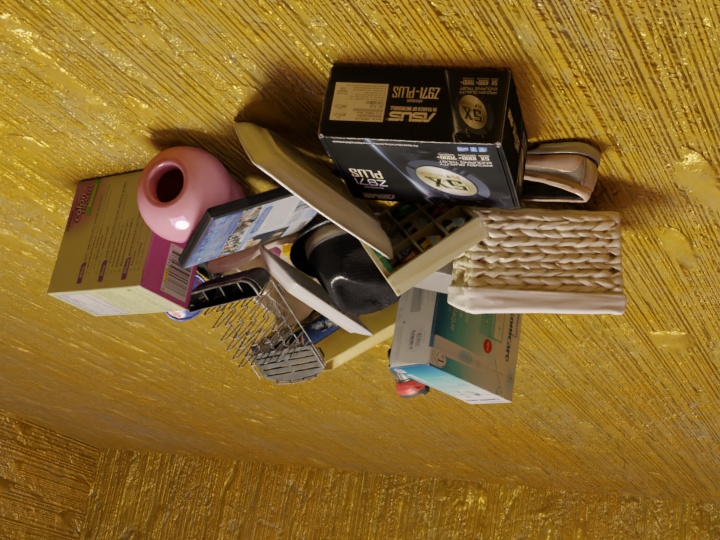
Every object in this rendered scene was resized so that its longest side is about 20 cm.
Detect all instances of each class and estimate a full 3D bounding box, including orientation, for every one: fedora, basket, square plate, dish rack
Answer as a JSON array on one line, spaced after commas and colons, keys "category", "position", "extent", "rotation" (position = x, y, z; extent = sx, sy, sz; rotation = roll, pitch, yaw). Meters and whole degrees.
[{"category": "fedora", "position": [0.000, 0.000, 1.608], "extent": [0.198, 0.093, 0.201], "rotation": [-9, 151, -5]}, {"category": "basket", "position": [0.212, -0.014, 1.405], "extent": [0.197, 0.125, 0.136], "rotation": [1, -177, -6]}, {"category": "square plate", "position": [-0.054, -0.103, 1.343], "extent": [0.199, 0.029, 0.198], "rotation": [35, -171, -22]}, {"category": "dish rack", "position": [-0.145, 0.089, 1.645], "extent": [0.152, 0.055, 0.201], "rotation": [-12, 118, 42]}]

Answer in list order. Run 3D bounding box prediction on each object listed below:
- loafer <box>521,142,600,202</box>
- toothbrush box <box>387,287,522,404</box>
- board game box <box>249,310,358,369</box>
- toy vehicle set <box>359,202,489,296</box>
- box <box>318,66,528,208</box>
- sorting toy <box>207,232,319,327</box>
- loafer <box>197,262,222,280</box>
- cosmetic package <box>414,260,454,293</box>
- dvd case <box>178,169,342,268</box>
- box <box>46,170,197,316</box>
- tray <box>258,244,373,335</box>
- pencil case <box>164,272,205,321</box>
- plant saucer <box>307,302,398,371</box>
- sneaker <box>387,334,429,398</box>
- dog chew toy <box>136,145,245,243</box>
[{"category": "loafer", "position": [0.182, -0.104, 1.340], "extent": [0.198, 0.064, 0.072], "rotation": [-5, 155, 38]}, {"category": "toothbrush box", "position": [0.145, 0.103, 1.718], "extent": [0.085, 0.148, 0.199], "rotation": [-8, 153, 43]}, {"category": "board game box", "position": [-0.071, 0.084, 1.806], "extent": [0.035, 0.199, 0.135], "rotation": [59, 167, -8]}, {"category": "toy vehicle set", "position": [0.067, -0.044, 1.361], "extent": [0.027, 0.124, 0.200], "rotation": [56, 180, -20]}, {"category": "box", "position": [0.072, -0.143, 1.253], "extent": [0.197, 0.087, 0.164], "rotation": [5, 161, 16]}, {"category": "sorting toy", "position": [-0.095, -0.014, 1.709], "extent": [0.178, 0.108, 0.200], "rotation": [-10, 149, 25]}, {"category": "loafer", "position": [-0.244, -0.036, 1.775], "extent": [0.070, 0.068, 0.201], "rotation": [36, 177, 24]}, {"category": "cosmetic package", "position": [0.141, -0.025, 1.524], "extent": [0.197, 0.108, 0.090], "rotation": [12, 162, 0]}, {"category": "dvd case", "position": [-0.128, -0.066, 1.479], "extent": [0.198, 0.018, 0.143], "rotation": [-20, 163, -32]}, {"category": "box", "position": [-0.323, -0.037, 1.623], "extent": [0.198, 0.178, 0.096], "rotation": [-5, 156, 37]}, {"category": "tray", "position": [-0.066, 0.035, 1.634], "extent": [0.107, 0.022, 0.200], "rotation": [42, -176, 42]}, {"category": "pencil case", "position": [-0.303, 0.017, 1.829], "extent": [0.077, 0.088, 0.200], "rotation": [-12, -163, -21]}, {"category": "plant saucer", "position": [0.008, 0.096, 1.865], "extent": [0.198, 0.049, 0.200], "rotation": [-29, 172, 6]}, {"category": "sneaker", "position": [0.104, 0.105, 1.786], "extent": [0.070, 0.200, 0.099], "rotation": [-13, 114, 43]}, {"category": "dog chew toy", "position": [-0.208, -0.086, 1.523], "extent": [0.123, 0.126, 0.200], "rotation": [3, 167, 21]}]
